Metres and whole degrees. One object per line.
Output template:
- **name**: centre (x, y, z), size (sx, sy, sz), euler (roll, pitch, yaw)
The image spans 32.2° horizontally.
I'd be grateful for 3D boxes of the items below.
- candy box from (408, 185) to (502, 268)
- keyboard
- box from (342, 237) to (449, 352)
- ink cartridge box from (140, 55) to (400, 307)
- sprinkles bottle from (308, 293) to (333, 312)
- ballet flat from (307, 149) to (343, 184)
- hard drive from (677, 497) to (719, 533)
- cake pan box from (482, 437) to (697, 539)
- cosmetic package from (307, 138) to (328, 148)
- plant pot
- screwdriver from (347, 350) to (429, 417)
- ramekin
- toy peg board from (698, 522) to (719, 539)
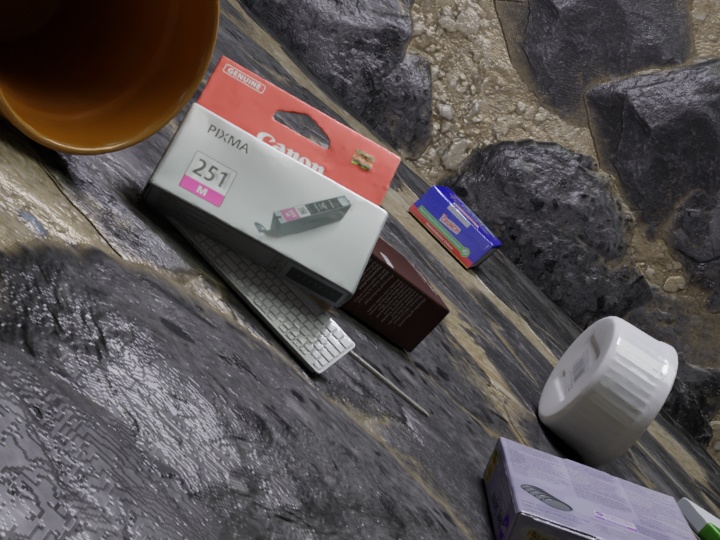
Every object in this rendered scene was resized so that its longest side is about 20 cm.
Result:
- **candy box**: centre (0.193, -0.087, 2.493), size (0.169, 0.077, 0.200), euler (47, 9, 7)
- **keyboard**: centre (-0.088, 0.006, 1.077), size (0.200, 0.011, 0.056), euler (46, 48, 9)
- **box**: centre (0.000, 0.000, 1.366), size (0.200, 0.075, 0.100), euler (38, 11, -42)
- **ink cartridge box**: centre (-0.067, -0.088, 1.103), size (0.200, 0.174, 0.044), euler (29, -28, -10)
- **sprinkles bottle**: centre (-0.094, -0.042, 1.165), size (0.200, 0.068, 0.068), euler (42, 10, -17)
- **ballet flat**: centre (-0.080, -0.100, 1.229), size (0.200, 0.068, 0.069), euler (9, -62, 49)
- **hard drive**: centre (0.611, 0.456, 2.091), size (0.200, 0.026, 0.132), euler (33, 15, -49)
- **cake pan box**: centre (0.217, 0.233, 1.140), size (0.199, 0.052, 0.184), euler (19, 14, -5)
- **cosmetic package**: centre (-0.057, -0.094, 1.484), size (0.107, 0.090, 0.200), euler (48, 7, 5)
- **plant pot**: centre (-0.244, -0.215, 0.983), size (0.183, 0.201, 0.200), euler (31, -1, 41)
- **screwdriver**: centre (-0.008, 0.074, 1.138), size (0.200, 0.028, 0.029), euler (39, -18, -11)
- **ramekin**: centre (0.333, 0.160, 1.713), size (0.098, 0.201, 0.201), euler (35, 11, -8)
- **toy peg board**: centre (0.378, 0.322, 1.202), size (0.199, 0.200, 0.098), euler (37, 9, -37)
